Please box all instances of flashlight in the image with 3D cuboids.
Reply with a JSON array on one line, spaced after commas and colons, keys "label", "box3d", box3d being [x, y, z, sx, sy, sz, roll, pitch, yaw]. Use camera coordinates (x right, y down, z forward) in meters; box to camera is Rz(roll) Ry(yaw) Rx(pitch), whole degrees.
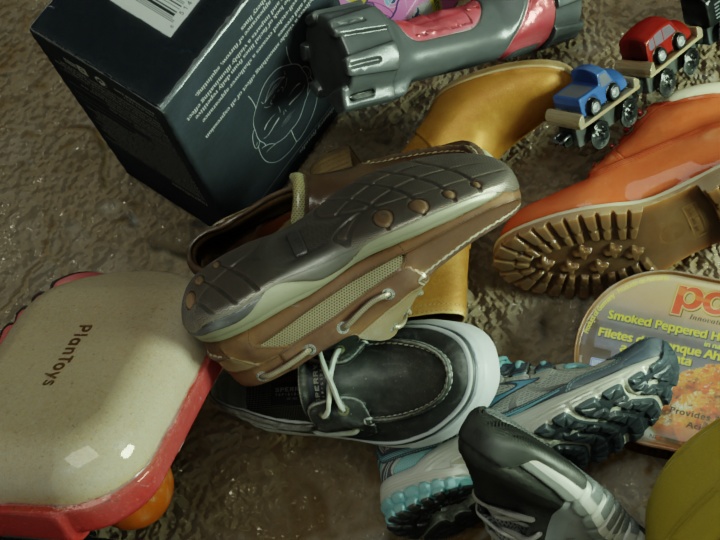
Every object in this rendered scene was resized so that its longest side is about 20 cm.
[{"label": "flashlight", "box3d": [0.053, -0.158, 0.973, 0.199, 0.069, 0.068, -17, 38, -34]}]

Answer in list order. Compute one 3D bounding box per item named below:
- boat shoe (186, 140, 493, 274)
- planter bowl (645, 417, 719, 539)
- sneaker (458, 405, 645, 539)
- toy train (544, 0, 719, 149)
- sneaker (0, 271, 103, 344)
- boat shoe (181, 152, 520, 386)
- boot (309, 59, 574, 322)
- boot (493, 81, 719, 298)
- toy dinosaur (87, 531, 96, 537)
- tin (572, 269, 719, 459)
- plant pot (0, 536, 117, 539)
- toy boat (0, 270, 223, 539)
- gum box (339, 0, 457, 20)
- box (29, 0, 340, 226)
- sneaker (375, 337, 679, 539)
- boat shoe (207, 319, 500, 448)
[{"label": "boat shoe", "box3d": [-0.015, -0.027, 0.908, 0.201, 0.075, 0.075, -25, 55, 23]}, {"label": "planter bowl", "box3d": [0.216, 0.132, 0.827, 0.199, 0.201, 0.084, -31, 51, -4]}, {"label": "sneaker", "box3d": [0.089, 0.159, 0.831, 0.116, 0.200, 0.075, -53, 46, -4]}, {"label": "toy train", "box3d": [0.186, -0.137, 0.968, 0.200, 0.046, 0.034, -38, 35, -29]}, {"label": "sneaker", "box3d": [-0.218, 0.089, 0.968, 0.200, 0.074, 0.087, -41, 70, -7]}, {"label": "boat shoe", "box3d": [0.000, 0.000, 0.853, 0.198, 0.072, 0.076, -25, 29, 5]}, {"label": "boot", "box3d": [0.057, -0.035, 0.957, 0.200, 0.071, 0.145, -23, 56, 20]}, {"label": "boot", "box3d": [0.174, -0.053, 0.969, 0.198, 0.075, 0.108, -18, 47, 9]}, {"label": "toy dinosaur", "box3d": [-0.203, 0.210, 0.925, 0.198, 0.102, 0.137, 3, 84, -9]}, {"label": "tin", "box3d": [0.227, 0.065, 0.924, 0.198, 0.042, 0.113, 12, 75, 14]}, {"label": "plant pot", "box3d": [-0.237, 0.260, 0.807, 0.197, 0.177, 0.202, 2, 99, 9]}, {"label": "toy boat", "box3d": [-0.144, 0.093, 0.886, 0.129, 0.132, 0.201, 0, 37, 20]}, {"label": "gum box", "box3d": [-0.026, -0.231, 1.062, 0.199, 0.066, 0.114, 27, 74, 18]}, {"label": "box", "box3d": [-0.093, -0.135, 0.964, 0.107, 0.200, 0.149, 32, 76, 20]}, {"label": "sneaker", "box3d": [0.089, 0.078, 0.901, 0.199, 0.078, 0.087, -29, 58, 18]}, {"label": "boat shoe", "box3d": [-0.011, 0.070, 0.894, 0.199, 0.071, 0.073, -14, 76, 41]}]
